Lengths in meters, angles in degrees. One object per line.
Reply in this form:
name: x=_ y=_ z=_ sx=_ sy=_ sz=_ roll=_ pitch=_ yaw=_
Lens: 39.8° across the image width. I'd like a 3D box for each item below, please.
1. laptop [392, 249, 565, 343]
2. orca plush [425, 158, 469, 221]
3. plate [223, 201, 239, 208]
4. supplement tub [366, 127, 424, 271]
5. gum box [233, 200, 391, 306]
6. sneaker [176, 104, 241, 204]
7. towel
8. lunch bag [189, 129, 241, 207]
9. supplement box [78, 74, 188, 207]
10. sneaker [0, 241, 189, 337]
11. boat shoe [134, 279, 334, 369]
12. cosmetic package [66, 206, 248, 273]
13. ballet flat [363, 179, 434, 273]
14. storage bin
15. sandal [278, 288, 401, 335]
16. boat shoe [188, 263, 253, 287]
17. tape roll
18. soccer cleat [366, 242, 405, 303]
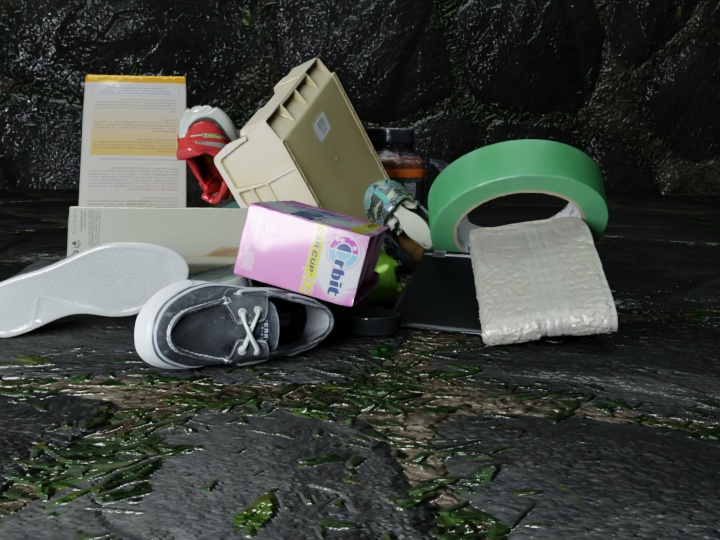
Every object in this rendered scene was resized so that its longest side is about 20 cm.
laptop: x=0.152 y=0.046 z=1.088 sx=0.184 sy=0.118 sz=0.200 roll=5 pitch=-20 yaw=22
orca plush: x=0.112 y=-0.066 z=1.395 sx=0.070 sy=0.203 sz=0.105 roll=-20 pitch=-25 yaw=17
plate: x=-0.089 y=-0.045 z=1.292 sx=0.197 sy=0.026 sz=0.201 roll=20 pitch=29 yaw=-11
supplement tub: x=0.041 y=-0.104 z=1.440 sx=0.105 sy=0.204 sz=0.107 roll=2 pitch=7 yaw=0
gum box: x=-0.039 y=-0.022 z=0.966 sx=0.112 sy=0.067 sz=0.200 roll=15 pitch=7 yaw=6
sneaker: x=-0.164 y=-0.112 z=1.203 sx=0.076 sy=0.086 sz=0.200 roll=-6 pitch=-31 yaw=28
towel: x=0.178 y=0.009 z=1.003 sx=0.130 sy=0.035 sz=0.201 roll=-8 pitch=31 yaw=8
lunch bag: x=-0.230 y=-0.097 z=1.344 sx=0.162 sy=0.204 sz=0.116 roll=-7 pitch=12 yaw=-44
supplement box: x=-0.270 y=-0.131 z=1.198 sx=0.124 sy=0.203 sz=0.074 roll=0 pitch=-24 yaw=-9
sneaker: x=-0.263 y=0.009 z=0.966 sx=0.196 sy=0.072 sz=0.099 roll=-14 pitch=12 yaw=-4
boat shoe: x=-0.098 y=0.048 z=0.838 sx=0.067 sy=0.073 sz=0.199 roll=5 pitch=1 yaw=37
cosmetic package: x=-0.225 y=-0.018 z=1.119 sx=0.196 sy=0.072 sz=0.105 roll=-1 pitch=-23 yaw=-11
ballet flat: x=0.079 y=-0.029 z=1.190 sx=0.199 sy=0.075 sz=0.074 roll=38 pitch=-15 yaw=-33
storage bin: x=-0.064 y=-0.120 z=1.196 sx=0.093 sy=0.200 sz=0.201 roll=-17 pitch=25 yaw=28
sandal: x=-0.026 y=0.027 z=1.046 sx=0.074 sy=0.049 sz=0.199 roll=-5 pitch=10 yaw=-38
boat shoe: x=-0.138 y=0.031 z=0.997 sx=0.073 sy=0.066 sz=0.202 roll=-13 pitch=6 yaw=-12
tape roll: x=0.174 y=-0.065 z=1.107 sx=0.196 sy=0.049 sz=0.202 roll=-2 pitch=-32 yaw=-1
soccer cleat: x=0.000 y=0.000 z=1.207 sx=0.080 sy=0.069 sz=0.200 roll=-12 pitch=10 yaw=-6
